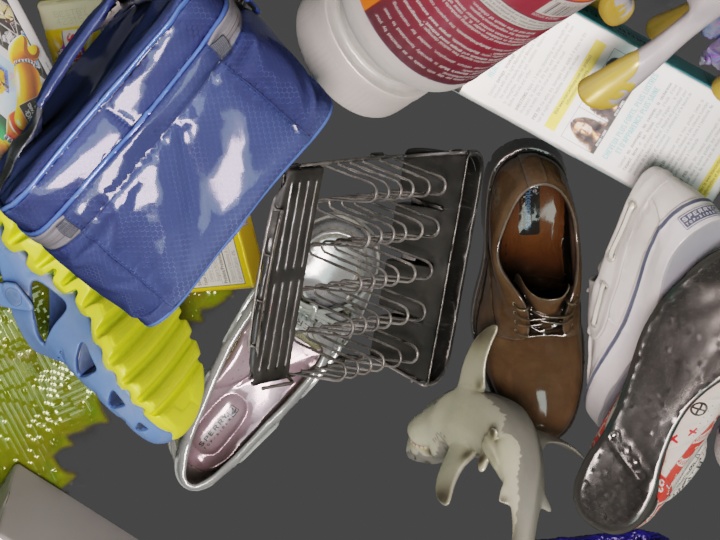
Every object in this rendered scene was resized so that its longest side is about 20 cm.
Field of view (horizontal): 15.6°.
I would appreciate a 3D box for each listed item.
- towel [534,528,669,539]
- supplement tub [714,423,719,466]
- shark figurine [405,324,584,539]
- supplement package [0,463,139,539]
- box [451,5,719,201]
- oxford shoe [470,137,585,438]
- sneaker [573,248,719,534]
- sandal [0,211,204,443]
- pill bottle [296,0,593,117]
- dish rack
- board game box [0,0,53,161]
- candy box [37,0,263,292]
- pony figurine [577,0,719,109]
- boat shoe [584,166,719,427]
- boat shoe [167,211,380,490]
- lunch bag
[{"bbox_3d":[0.145,0.276,1.760,0.147,0.050,0.200,-6,108,1],"label":"towel"},{"bbox_3d":[0.318,0.052,1.639,0.145,0.145,0.200,16,107,-6],"label":"supplement tub"},{"bbox_3d":[0.103,0.125,1.631,0.089,0.215,0.128,17,113,-25],"label":"shark figurine"},{"bbox_3d":[-0.180,0.243,1.709,0.200,0.121,0.120,34,105,-10],"label":"supplement package"},{"bbox_3d":[0.144,-0.114,1.633,0.200,0.049,0.082,29,106,-9],"label":"box"},{"bbox_3d":[0.108,0.024,1.661,0.073,0.084,0.200,-8,111,-2],"label":"oxford shoe"},{"bbox_3d":[0.202,0.069,1.633,0.067,0.108,0.202,31,101,12],"label":"sneaker"},{"bbox_3d":[-0.177,0.029,1.655,0.200,0.079,0.087,52,129,4],"label":"sandal"},{"bbox_3d":[0.058,-0.171,1.519,0.110,0.110,0.200,47,133,-14],"label":"pill bottle"},{"bbox_3d":[0.000,0.000,1.595,0.054,0.200,0.154,13,101,27],"label":"dish rack"},{"bbox_3d":[-0.267,-0.139,1.592,0.126,0.035,0.200,-29,93,-9],"label":"board game box"},{"bbox_3d":[-0.130,-0.081,1.638,0.102,0.026,0.200,-4,110,28],"label":"candy box"},{"bbox_3d":[0.241,-0.169,1.526,0.193,0.167,0.200,-3,154,-30],"label":"pony figurine"},{"bbox_3d":[0.177,0.016,1.656,0.074,0.065,0.200,-17,144,-34],"label":"boat shoe"},{"bbox_3d":[-0.055,0.054,1.677,0.074,0.065,0.202,36,100,-12],"label":"boat shoe"},{"bbox_3d":[-0.120,-0.087,1.527,0.132,0.136,0.200,38,92,-19],"label":"lunch bag"}]
